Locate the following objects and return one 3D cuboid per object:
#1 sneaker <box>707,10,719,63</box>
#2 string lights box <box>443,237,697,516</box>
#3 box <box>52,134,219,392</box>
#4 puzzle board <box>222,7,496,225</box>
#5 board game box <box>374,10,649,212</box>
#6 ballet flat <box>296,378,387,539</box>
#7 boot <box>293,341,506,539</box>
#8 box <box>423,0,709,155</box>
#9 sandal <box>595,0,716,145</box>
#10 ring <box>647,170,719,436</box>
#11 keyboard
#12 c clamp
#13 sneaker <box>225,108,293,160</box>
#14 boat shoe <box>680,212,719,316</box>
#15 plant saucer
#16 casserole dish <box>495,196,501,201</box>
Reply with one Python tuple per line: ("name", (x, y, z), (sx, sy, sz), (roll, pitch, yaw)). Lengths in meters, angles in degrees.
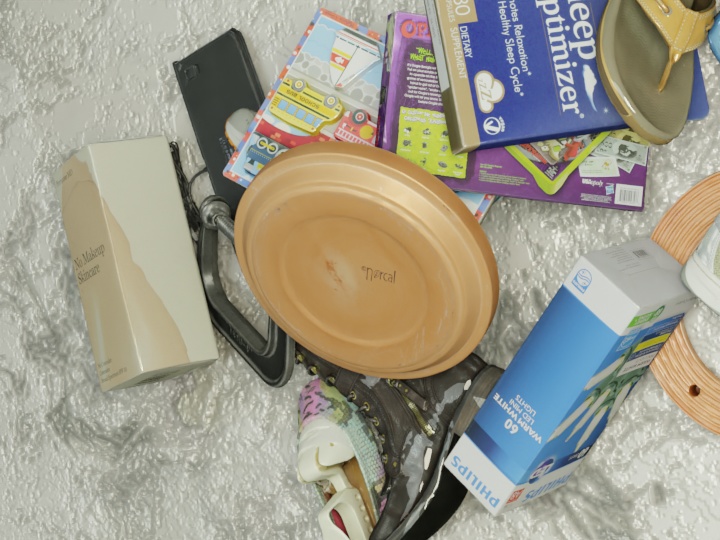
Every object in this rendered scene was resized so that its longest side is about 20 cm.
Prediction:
("sneaker", (0.310, -0.119, 1.083), (0.200, 0.090, 0.079), (41, 112, 28))
("string lights box", (0.151, 0.075, 1.169), (0.059, 0.103, 0.200), (44, 121, 24))
("box", (-0.194, -0.006, 1.405), (0.095, 0.077, 0.201), (-28, 75, 55))
("puzzle board", (0.013, -0.095, 1.211), (0.199, 0.017, 0.151), (28, 86, 21))
("board game box", (0.111, -0.111, 1.163), (0.032, 0.199, 0.121), (-159, 76, -76))
("ballet flat", (-0.012, 0.180, 1.310), (0.069, 0.071, 0.201), (-34, 73, 37))
("boot", (0.014, 0.106, 1.271), (0.174, 0.069, 0.201), (34, 100, 24))
("box", (0.150, -0.154, 1.141), (0.032, 0.199, 0.122), (153, 108, -73))
("sandal", (0.214, -0.184, 1.116), (0.054, 0.080, 0.201), (-20, 48, 61))
("ring", (0.287, 0.023, 1.145), (0.200, 0.019, 0.202), (1, 93, 34))
("keyboard", (-0.117, -0.093, 1.404), (0.127, 0.021, 0.201), (-25, 77, 30))
("c clamp", (-0.088, 0.002, 1.318), (0.200, 0.027, 0.172), (35, 134, 53))
("sneaker", (-0.013, -0.084, 1.266), (0.200, 0.076, 0.092), (33, 87, 21))
("boat shoe", (0.304, 0.032, 1.081), (0.202, 0.074, 0.065), (41, 116, 33))
("plant saucer", (0.000, 0.000, 1.165), (0.199, 0.032, 0.201), (14, 132, 16))
("casserole dish", (0.044, -0.074, 1.288), (0.200, 0.039, 0.121), (-37, 72, 27))
